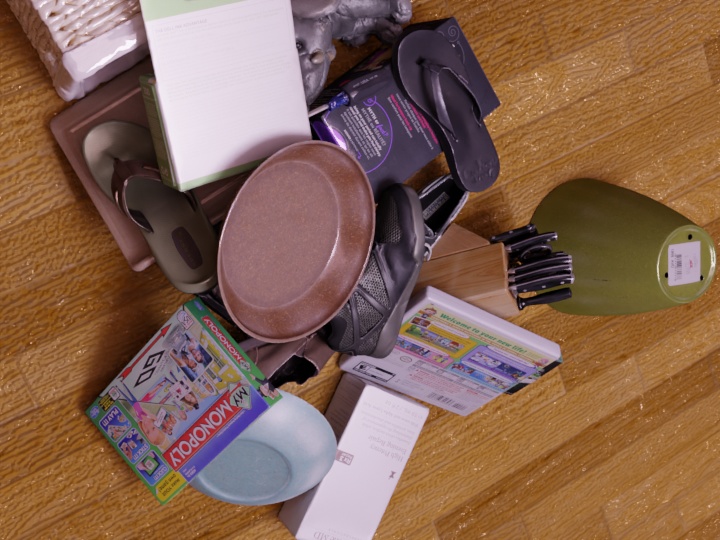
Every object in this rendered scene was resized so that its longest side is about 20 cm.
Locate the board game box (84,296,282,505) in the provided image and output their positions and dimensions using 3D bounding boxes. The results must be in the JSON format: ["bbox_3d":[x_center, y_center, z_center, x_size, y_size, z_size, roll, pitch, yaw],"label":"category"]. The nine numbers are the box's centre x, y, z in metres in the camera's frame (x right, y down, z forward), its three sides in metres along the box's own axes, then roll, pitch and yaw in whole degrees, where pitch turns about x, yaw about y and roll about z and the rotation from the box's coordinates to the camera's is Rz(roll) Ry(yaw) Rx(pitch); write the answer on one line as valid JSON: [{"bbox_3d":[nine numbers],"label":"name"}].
[{"bbox_3d":[-0.188,0.139,0.935,0.135,0.029,0.200,49,118,6],"label":"board game box"}]

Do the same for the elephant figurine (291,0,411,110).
[{"bbox_3d":[-0.054,-0.272,0.964,0.200,0.155,0.142,-32,135,-23],"label":"elephant figurine"}]

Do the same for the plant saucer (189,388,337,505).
[{"bbox_3d":[-0.127,0.207,0.995,0.200,0.039,0.201,1,128,1],"label":"plant saucer"}]

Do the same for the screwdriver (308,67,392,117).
[{"bbox_3d":[-0.046,-0.157,0.916,0.200,0.028,0.029,-36,103,-25],"label":"screwdriver"}]

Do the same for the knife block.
[{"bbox_3d":[0.152,0.027,1.077,0.200,0.175,0.064,-49,139,-10],"label":"knife block"}]

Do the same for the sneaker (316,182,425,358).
[{"bbox_3d":[0.000,0.000,0.974,0.114,0.076,0.200,6,110,-33],"label":"sneaker"}]

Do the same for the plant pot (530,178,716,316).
[{"bbox_3d":[0.342,-0.018,1.144,0.187,0.200,0.188,-4,99,-23],"label":"plant pot"}]

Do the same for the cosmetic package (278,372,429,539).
[{"bbox_3d":[-0.008,0.236,1.096,0.102,0.074,0.200,25,86,-24],"label":"cosmetic package"}]

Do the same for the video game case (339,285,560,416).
[{"bbox_3d":[0.105,0.103,1.086,0.200,0.182,0.022,24,47,-24],"label":"video game case"}]

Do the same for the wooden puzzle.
[{"bbox_3d":[-0.195,-0.123,0.919,0.185,0.037,0.200,-32,76,-2],"label":"wooden puzzle"}]

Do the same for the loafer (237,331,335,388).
[{"bbox_3d":[-0.064,0.098,1.029,0.200,0.071,0.073,-25,144,-31],"label":"loafer"}]

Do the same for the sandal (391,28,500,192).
[{"bbox_3d":[0.104,-0.177,0.986,0.076,0.043,0.200,-40,113,-15],"label":"sandal"}]

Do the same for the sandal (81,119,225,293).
[{"bbox_3d":[-0.194,-0.069,0.857,0.080,0.057,0.201,-38,76,-3],"label":"sandal"}]

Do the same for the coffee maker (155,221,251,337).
[{"bbox_3d":[-0.126,-0.060,0.968,0.192,0.135,0.200,42,79,-22],"label":"coffee maker"}]

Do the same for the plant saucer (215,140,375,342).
[{"bbox_3d":[-0.067,-0.030,0.873,0.200,0.037,0.201,-23,123,-41],"label":"plant saucer"}]

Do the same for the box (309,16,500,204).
[{"bbox_3d":[0.039,-0.184,1.037,0.200,0.106,0.122,-39,113,-15],"label":"box"}]

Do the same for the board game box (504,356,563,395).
[{"bbox_3d":[0.144,0.105,1.132,0.200,0.105,0.024,20,52,-27],"label":"board game box"}]

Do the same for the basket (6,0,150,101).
[{"bbox_3d":[-0.237,-0.281,0.855,0.200,0.198,0.161,-36,106,-14],"label":"basket"}]

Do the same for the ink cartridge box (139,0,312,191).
[{"bbox_3d":[-0.126,-0.187,0.812,0.145,0.048,0.200,-21,117,-27],"label":"ink cartridge box"}]

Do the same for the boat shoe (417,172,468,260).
[{"bbox_3d":[0.061,-0.043,1.078,0.199,0.068,0.074,-41,90,-14],"label":"boat shoe"}]
